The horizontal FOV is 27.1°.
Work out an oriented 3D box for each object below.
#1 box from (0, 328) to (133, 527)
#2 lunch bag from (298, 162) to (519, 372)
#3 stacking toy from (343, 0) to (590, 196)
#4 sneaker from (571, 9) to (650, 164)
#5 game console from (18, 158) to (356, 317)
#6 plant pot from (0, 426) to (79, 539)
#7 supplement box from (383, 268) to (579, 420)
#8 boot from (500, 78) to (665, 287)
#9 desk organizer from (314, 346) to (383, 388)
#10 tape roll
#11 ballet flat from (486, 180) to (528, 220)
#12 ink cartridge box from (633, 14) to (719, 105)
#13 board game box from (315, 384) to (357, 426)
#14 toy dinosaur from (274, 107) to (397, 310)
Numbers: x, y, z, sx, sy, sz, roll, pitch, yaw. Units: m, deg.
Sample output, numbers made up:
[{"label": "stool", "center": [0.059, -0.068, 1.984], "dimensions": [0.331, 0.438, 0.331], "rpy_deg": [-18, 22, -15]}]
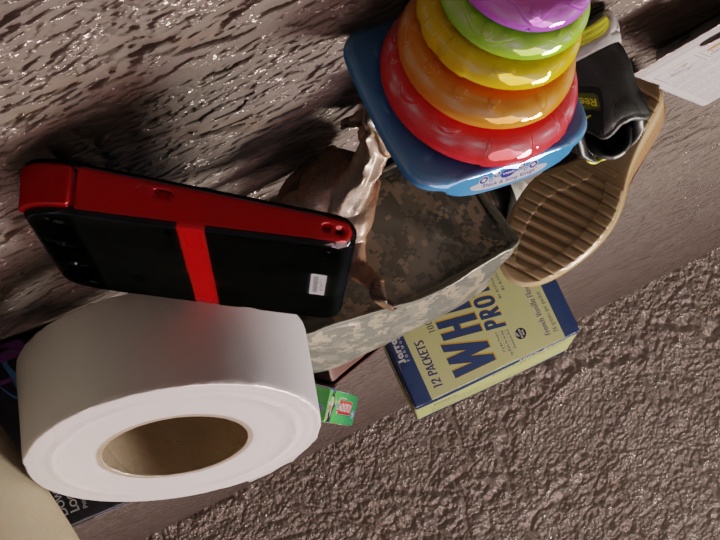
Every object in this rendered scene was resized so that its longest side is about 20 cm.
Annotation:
[{"label": "box", "center": [-0.180, 0.099, 1.112], "dimensions": [0.199, 0.144, 0.036], "rpy_deg": [-20, 170, -26]}, {"label": "lunch bag", "center": [0.000, 0.000, 1.124], "dimensions": [0.199, 0.118, 0.164], "rpy_deg": [-29, 171, -9]}, {"label": "stacking toy", "center": [0.074, -0.135, 0.726], "dimensions": [0.115, 0.110, 0.200], "rpy_deg": [-18, 157, -21]}, {"label": "sneaker", "center": [0.152, -0.107, 1.041], "dimensions": [0.074, 0.085, 0.200], "rpy_deg": [-24, 170, 0]}, {"label": "game console", "center": [-0.093, -0.014, 0.833], "dimensions": [0.175, 0.031, 0.200], "rpy_deg": [7, 168, -2]}, {"label": "plant pot", "center": [-0.284, 0.207, 0.950], "dimensions": [0.200, 0.177, 0.200], "rpy_deg": [-43, -156, 8]}, {"label": "supplement box", "center": [0.122, 0.061, 1.668], "dimensions": [0.199, 0.135, 0.200], "rpy_deg": [-25, 170, 0]}, {"label": "boot", "center": [0.177, -0.062, 1.214], "dimensions": [0.201, 0.072, 0.166], "rpy_deg": [-53, 176, -5]}, {"label": "desk organizer", "center": [0.003, 0.015, 1.311], "dimensions": [0.071, 0.078, 0.200], "rpy_deg": [9, -148, 38]}, {"label": "tape roll", "center": [-0.128, 0.088, 1.000], "dimensions": [0.200, 0.071, 0.203], "rpy_deg": [-10, 153, -5]}, {"label": "ballet flat", "center": [0.099, -0.057, 1.239], "dimensions": [0.068, 0.068, 0.200], "rpy_deg": [-34, 174, -14]}, {"label": "ink cartridge box", "center": [0.286, -0.187, 1.092], "dimensions": [0.160, 0.050, 0.200], "rpy_deg": [-30, 165, 24]}, {"label": "board game box", "center": [-0.109, 0.093, 1.245], "dimensions": [0.198, 0.029, 0.135], "rpy_deg": [12, 174, 10]}, {"label": "toy dinosaur", "center": [-0.012, -0.054, 0.956], "dimensions": [0.085, 0.136, 0.200], "rpy_deg": [28, 167, -24]}]
